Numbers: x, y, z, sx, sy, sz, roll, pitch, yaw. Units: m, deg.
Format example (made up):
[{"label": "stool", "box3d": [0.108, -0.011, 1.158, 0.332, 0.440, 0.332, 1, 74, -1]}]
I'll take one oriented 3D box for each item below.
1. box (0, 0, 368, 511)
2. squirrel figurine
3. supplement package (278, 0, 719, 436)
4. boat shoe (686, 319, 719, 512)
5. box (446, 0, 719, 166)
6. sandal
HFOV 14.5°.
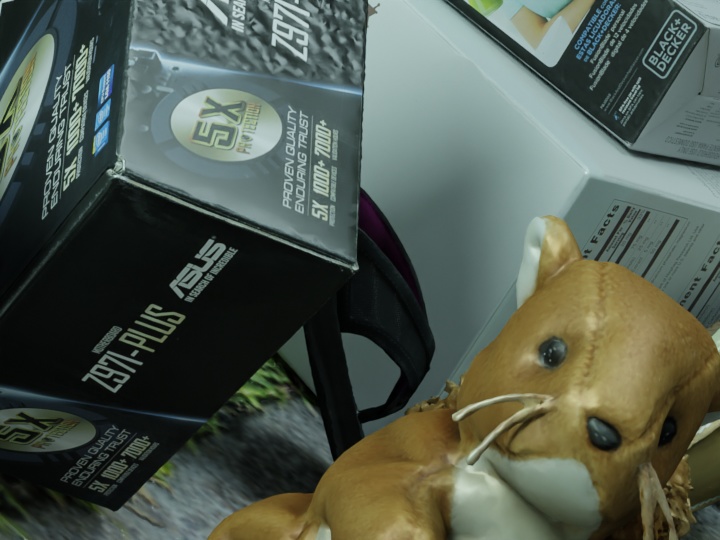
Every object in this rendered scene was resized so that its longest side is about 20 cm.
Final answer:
[{"label": "box", "box3d": [-0.073, -0.052, 0.940, 0.086, 0.164, 0.201, 21, 50, -23]}, {"label": "squirrel figurine", "box3d": [0.043, 0.070, 0.911, 0.141, 0.187, 0.200, 35, 18, 2]}, {"label": "supplement package", "box3d": [0.070, -0.008, 1.208, 0.199, 0.151, 0.152, 12, 27, -49]}, {"label": "boat shoe", "box3d": [0.182, 0.053, 1.164, 0.200, 0.072, 0.076, -34, 58, -30]}, {"label": "box", "box3d": [0.086, -0.126, 1.199, 0.200, 0.060, 0.116, 42, 19, 27]}, {"label": "sandal", "box3d": [0.000, 0.000, 1.035, 0.048, 0.202, 0.075, -8, 28, -1]}]
